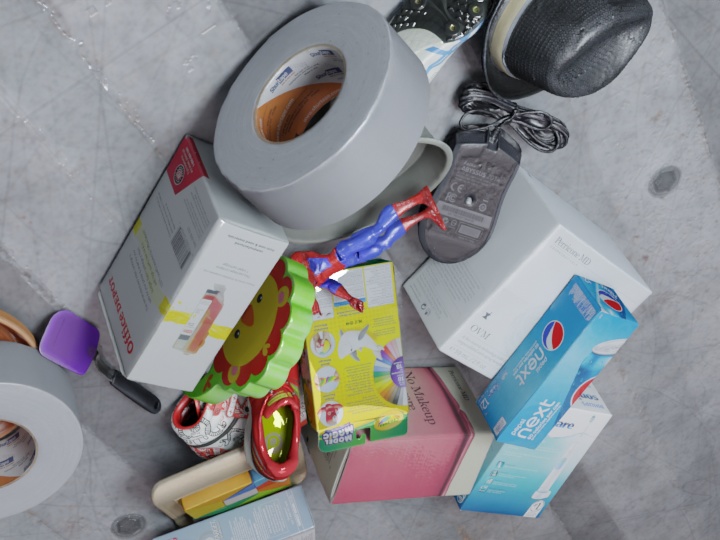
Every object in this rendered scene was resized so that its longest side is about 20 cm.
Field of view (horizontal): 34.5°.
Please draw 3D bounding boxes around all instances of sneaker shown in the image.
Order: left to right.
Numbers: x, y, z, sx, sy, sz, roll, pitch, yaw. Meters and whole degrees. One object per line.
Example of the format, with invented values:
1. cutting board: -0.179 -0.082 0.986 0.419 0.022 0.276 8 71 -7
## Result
1. sneaker: -0.124 0.148 1.348 0.200 0.068 0.108 -33 137 7
2. sneaker: -0.091 0.132 1.285 0.076 0.085 0.204 -6 89 -19
3. sneaker: 0.050 -0.210 1.141 0.200 0.072 0.072 -42 164 5

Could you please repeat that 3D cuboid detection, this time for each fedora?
1. fedora: 0.216 -0.234 1.139 0.198 0.092 0.203 -27 143 -23

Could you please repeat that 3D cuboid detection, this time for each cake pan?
1. cake pan: -0.003 -0.091 1.172 0.197 0.037 0.201 -21 162 -7

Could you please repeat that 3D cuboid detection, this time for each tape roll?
1. tape roll: -0.391 0.169 1.202 0.197 0.067 0.203 -12 131 -14
2. tape roll: -0.037 -0.141 1.046 0.199 0.201 0.066 -39 133 11

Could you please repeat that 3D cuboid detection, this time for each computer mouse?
1. computer mouse: 0.127 -0.102 1.266 0.137 0.053 0.202 20 112 -21

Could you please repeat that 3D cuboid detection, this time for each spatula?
1. spatula: -0.276 0.109 1.270 0.020 0.057 0.200 2 151 29

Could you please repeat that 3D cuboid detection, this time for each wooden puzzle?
1. wooden puzzle: -0.151 0.263 1.407 0.182 0.038 0.201 -21 159 -7

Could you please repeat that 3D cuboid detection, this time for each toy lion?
1. toy lion: -0.124 0.059 1.188 0.068 0.193 0.201 21 117 -36

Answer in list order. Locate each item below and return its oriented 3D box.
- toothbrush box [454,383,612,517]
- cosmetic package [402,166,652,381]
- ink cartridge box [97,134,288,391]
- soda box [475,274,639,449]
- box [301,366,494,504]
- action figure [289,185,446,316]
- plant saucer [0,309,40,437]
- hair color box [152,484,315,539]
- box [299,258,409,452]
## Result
1. toothbrush box: 0.221 0.230 1.563 0.144 0.086 0.202 11 123 -30
2. cosmetic package: 0.196 0.022 1.354 0.198 0.124 0.200 29 111 -39
3. ink cartridge box: -0.170 -0.005 1.147 0.082 0.146 0.201 17 119 -36
4. soda box: 0.219 0.106 1.307 0.067 0.065 0.201 17 120 -34
5. box: 0.044 0.200 1.427 0.197 0.129 0.110 1 127 -26
6. action figure: 0.000 0.000 1.210 0.197 0.100 0.065 -24 149 7
7. plant saucer: -0.429 0.110 1.201 0.197 0.033 0.203 -12 131 -14
8. hair color box: -0.158 0.346 1.480 0.197 0.061 0.099 -19 157 -10
9. box: -0.010 0.096 1.306 0.115 0.048 0.204 -9 97 -18
